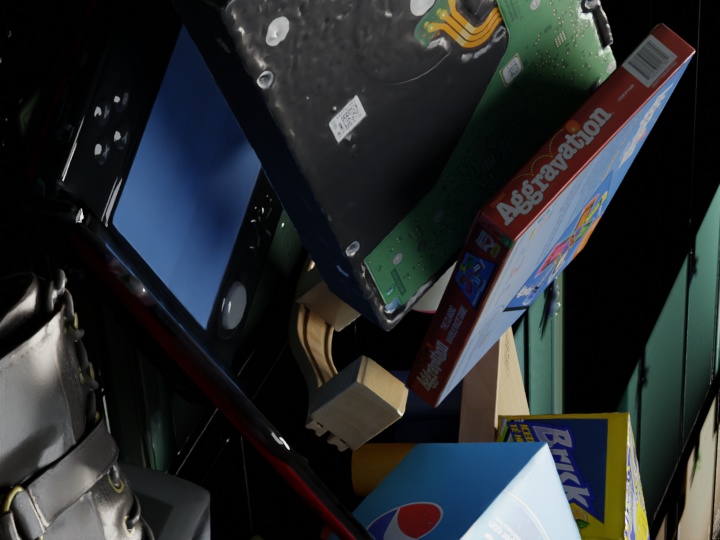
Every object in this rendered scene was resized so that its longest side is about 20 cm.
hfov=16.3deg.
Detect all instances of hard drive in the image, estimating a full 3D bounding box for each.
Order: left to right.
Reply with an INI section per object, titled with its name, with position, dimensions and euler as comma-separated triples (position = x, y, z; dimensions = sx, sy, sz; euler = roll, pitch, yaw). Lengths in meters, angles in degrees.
[hard drive]
position = 0.018, -0.083, 0.872
dimensions = 0.140, 0.038, 0.200
euler = -46, 146, -12

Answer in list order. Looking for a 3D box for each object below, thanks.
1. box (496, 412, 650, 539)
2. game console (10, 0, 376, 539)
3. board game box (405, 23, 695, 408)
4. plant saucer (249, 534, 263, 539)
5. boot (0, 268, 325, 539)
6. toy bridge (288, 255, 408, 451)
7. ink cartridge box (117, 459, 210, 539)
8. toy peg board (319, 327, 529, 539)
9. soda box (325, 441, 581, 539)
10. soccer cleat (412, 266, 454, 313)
[box]
position = 0.107, 0.141, 1.232
dimensions = 0.200, 0.064, 0.070
euler = 72, 20, -60
[game console]
position = -0.031, -0.001, 0.895
dimensions = 0.200, 0.119, 0.172
euler = 58, 48, -65
[board game box]
position = 0.069, -0.016, 0.972
dimensions = 0.103, 0.019, 0.200
euler = -45, 171, -19
[plant saucer]
position = -0.054, 0.237, 1.038
dimensions = 0.200, 0.048, 0.200
euler = 90, 19, -62
[boot]
position = -0.080, 0.080, 0.804
dimensions = 0.200, 0.069, 0.174
euler = -35, 116, -46
[toy bridge]
position = 0.000, 0.000, 1.072
dimensions = 0.067, 0.027, 0.200
euler = -38, -153, 35
[ink cartridge box]
position = -0.103, 0.185, 0.942
dimensions = 0.200, 0.057, 0.163
euler = 101, 11, -59
[toy peg board]
position = 0.030, 0.147, 1.254
dimensions = 0.200, 0.098, 0.199
euler = 74, 17, -56
[soda box]
position = 0.008, 0.145, 0.971
dimensions = 0.200, 0.068, 0.064
euler = -44, 120, -44
[soccer cleat]
position = 0.046, -0.077, 1.177
dimensions = 0.086, 0.070, 0.200
euler = 56, 45, -44
